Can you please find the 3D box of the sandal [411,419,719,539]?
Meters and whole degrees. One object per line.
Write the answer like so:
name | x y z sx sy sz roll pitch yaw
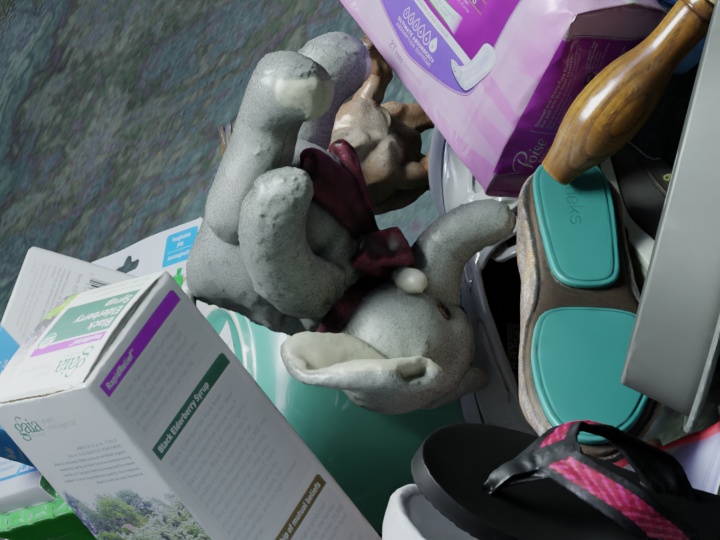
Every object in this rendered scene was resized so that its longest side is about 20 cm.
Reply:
sandal | 0.117 0.095 1.272 0.075 0.199 0.045 -95 25 -52

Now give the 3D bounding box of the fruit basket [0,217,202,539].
fruit basket | -0.170 0.075 1.889 0.185 0.093 0.201 -18 61 53

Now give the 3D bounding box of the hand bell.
hand bell | 0.155 -0.118 1.398 0.200 0.104 0.104 -48 29 17

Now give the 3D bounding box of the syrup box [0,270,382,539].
syrup box | -0.075 0.101 1.404 0.079 0.200 0.082 -14 31 45

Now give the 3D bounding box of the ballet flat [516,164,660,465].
ballet flat | 0.103 0.033 1.397 0.201 0.068 0.067 -86 2 -48

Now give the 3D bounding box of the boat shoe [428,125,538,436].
boat shoe | 0.083 -0.009 1.531 0.065 0.073 0.201 140 124 -65

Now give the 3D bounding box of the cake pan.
cake pan | 0.150 -0.032 1.290 0.200 0.037 0.201 15 -90 -85

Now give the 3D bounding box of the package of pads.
package of pads | 0.063 -0.142 1.508 0.200 0.075 0.121 55 132 38

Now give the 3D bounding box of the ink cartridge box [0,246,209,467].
ink cartridge box | -0.118 0.074 1.776 0.067 0.199 0.116 93 -165 -68

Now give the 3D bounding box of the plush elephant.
plush elephant | 0.000 0.000 1.448 0.165 0.154 0.201 -21 -45 -84

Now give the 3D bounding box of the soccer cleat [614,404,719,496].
soccer cleat | 0.168 0.099 1.350 0.200 0.067 0.077 -23 74 44

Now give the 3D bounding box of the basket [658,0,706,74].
basket | 0.183 -0.210 1.525 0.177 0.139 0.200 -53 21 20

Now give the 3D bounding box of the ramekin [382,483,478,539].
ramekin | 0.082 0.179 1.262 0.098 0.200 0.200 -64 26 9

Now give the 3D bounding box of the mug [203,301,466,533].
mug | -0.026 0.077 1.590 0.152 0.114 0.186 -153 68 -64

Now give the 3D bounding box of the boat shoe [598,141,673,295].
boat shoe | 0.149 -0.013 1.486 0.201 0.060 0.072 -111 19 -61

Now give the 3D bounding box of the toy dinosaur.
toy dinosaur | -0.006 -0.056 1.625 0.135 0.200 0.086 -36 67 15
